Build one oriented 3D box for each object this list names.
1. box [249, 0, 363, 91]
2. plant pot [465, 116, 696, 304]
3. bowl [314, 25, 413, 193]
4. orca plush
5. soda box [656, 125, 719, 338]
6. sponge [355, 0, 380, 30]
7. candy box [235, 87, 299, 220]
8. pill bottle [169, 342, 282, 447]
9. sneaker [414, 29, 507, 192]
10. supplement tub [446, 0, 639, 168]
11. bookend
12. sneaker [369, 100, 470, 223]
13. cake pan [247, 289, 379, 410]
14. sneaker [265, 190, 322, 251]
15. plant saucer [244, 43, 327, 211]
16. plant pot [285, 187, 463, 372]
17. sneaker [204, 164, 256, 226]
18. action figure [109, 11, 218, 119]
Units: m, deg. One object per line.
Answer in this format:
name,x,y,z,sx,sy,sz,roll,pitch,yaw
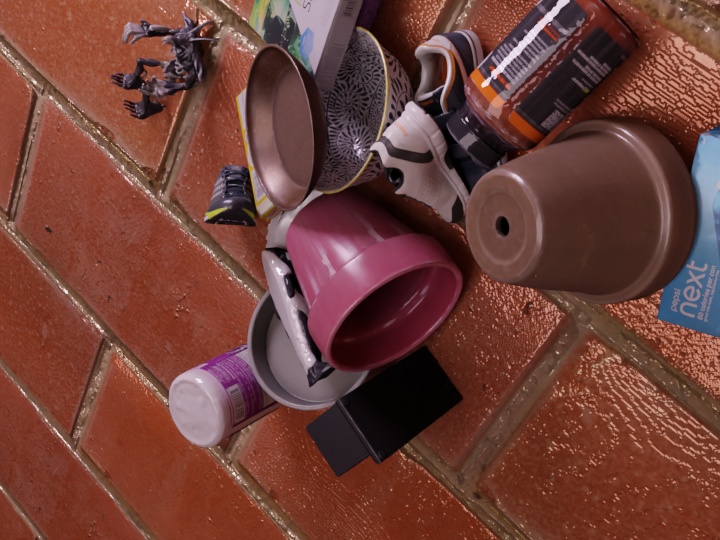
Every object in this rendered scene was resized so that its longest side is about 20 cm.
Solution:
box,-0.069,-0.331,1.045,0.200,0.036,0.145,52,130,43
plant pot,0.206,-0.055,0.866,0.200,0.174,0.201,20,114,56
bowl,0.008,-0.189,1.040,0.200,0.094,0.202,-8,80,54
orca plush,-0.068,0.051,1.143,0.105,0.071,0.200,99,148,-50
soda box,0.364,-0.040,0.859,0.068,0.064,0.201,19,116,31
sponge,-0.022,-0.361,1.065,0.112,0.030,0.200,42,126,20
candy box,-0.120,-0.180,1.153,0.102,0.026,0.201,-32,61,39
pill bottle,-0.175,0.171,1.247,0.112,0.200,0.113,12,112,33
sneaker,0.111,-0.175,0.987,0.078,0.079,0.201,-6,100,58
supplement tub,0.183,-0.202,0.885,0.200,0.107,0.107,-44,77,21
bookend,0.001,0.215,1.130,0.199,0.200,0.092,-43,78,37
sneaker,0.069,-0.112,0.989,0.080,0.200,0.074,-40,52,-2
cake pan,-0.063,0.096,1.188,0.199,0.037,0.201,-5,76,19
sneaker,-0.068,-0.077,1.169,0.080,0.076,0.201,33,123,18
plant saucer,-0.088,-0.175,1.035,0.200,0.037,0.201,33,129,55
plant pot,0.000,0.000,1.077,0.179,0.199,0.200,53,130,31
sneaker,-0.182,-0.107,1.190,0.200,0.073,0.081,-140,54,-75
action figure,-0.296,-0.303,1.246,0.200,0.102,0.119,-31,74,41
